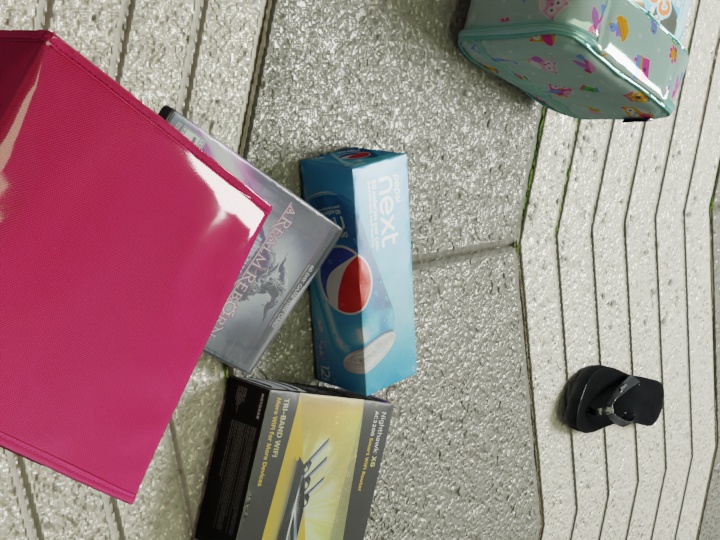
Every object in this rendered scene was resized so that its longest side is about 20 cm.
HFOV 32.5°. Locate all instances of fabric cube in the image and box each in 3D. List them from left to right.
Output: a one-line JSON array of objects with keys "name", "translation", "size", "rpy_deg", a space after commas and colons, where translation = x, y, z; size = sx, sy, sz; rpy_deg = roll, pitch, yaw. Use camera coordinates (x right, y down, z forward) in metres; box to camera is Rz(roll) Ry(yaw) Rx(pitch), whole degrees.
[{"name": "fabric cube", "translation": [-0.213, -0.007, 0.730], "size": [0.196, 0.200, 0.199], "rpy_deg": [37, 71, -44]}]

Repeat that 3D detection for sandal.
[{"name": "sandal", "translation": [0.303, 0.149, 1.429], "size": [0.200, 0.043, 0.076], "rpy_deg": [2, 98, -47]}]

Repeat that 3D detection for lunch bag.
[{"name": "lunch bag", "translation": [0.197, -0.201, 1.149], "size": [0.200, 0.160, 0.077], "rpy_deg": [26, 75, -41]}]

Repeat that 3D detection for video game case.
[{"name": "video game case", "translation": [-0.114, -0.016, 0.937], "size": [0.200, 0.019, 0.143], "rpy_deg": [34, 89, -43]}]

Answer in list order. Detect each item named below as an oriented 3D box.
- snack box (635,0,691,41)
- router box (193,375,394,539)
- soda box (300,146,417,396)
[{"name": "snack box", "translation": [0.325, -0.337, 1.335], "size": [0.116, 0.037, 0.200], "rpy_deg": [17, 88, -47]}, {"name": "router box", "translation": [-0.060, 0.197, 1.049], "size": [0.157, 0.052, 0.200], "rpy_deg": [12, 91, -48]}, {"name": "soda box", "translation": [0.000, 0.000, 1.055], "size": [0.068, 0.064, 0.200], "rpy_deg": [-20, 113, -42]}]
